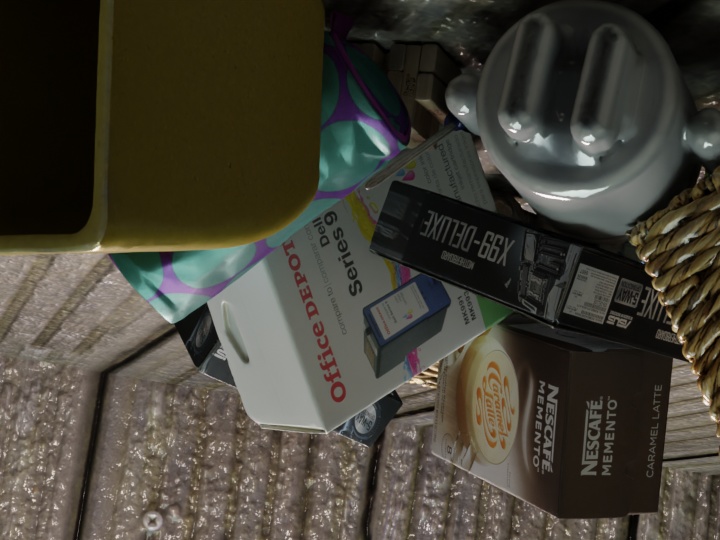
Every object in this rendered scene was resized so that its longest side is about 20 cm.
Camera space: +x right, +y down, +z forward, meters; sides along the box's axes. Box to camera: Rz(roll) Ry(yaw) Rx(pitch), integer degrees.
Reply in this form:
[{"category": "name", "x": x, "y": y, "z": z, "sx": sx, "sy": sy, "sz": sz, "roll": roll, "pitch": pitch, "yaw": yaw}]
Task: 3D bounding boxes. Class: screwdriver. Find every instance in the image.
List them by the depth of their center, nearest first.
[{"category": "screwdriver", "x": 0.048, "y": -0.083, "z": 1.129, "sx": 0.028, "sy": 0.029, "sz": 0.200, "roll": 16, "pitch": -158, "yaw": 22}]

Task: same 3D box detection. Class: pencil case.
[{"category": "pencil case", "x": -0.065, "y": -0.058, "z": 1.144, "sx": 0.199, "sy": 0.093, "sz": 0.085, "roll": -35, "pitch": 155, "yaw": 17}]

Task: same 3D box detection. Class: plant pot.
[{"category": "plant pot", "x": -0.125, "y": -0.098, "z": 1.009, "sx": 0.195, "sy": 0.196, "sz": 0.199, "roll": -1, "pitch": 175, "yaw": 39}]

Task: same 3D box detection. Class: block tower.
[{"category": "block tower", "x": -0.041, "y": -0.112, "z": 1.214, "sx": 0.199, "sy": 0.054, "sz": 0.058, "roll": 3, "pitch": 168, "yaw": 21}]

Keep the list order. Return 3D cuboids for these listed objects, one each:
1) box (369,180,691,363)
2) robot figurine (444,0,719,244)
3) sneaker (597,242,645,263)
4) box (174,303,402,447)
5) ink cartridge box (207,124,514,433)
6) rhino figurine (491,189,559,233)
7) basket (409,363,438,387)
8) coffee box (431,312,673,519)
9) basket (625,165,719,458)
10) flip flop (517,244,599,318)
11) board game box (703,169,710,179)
[{"category": "box", "x": 0.128, "y": 0.005, "z": 1.190, "sx": 0.157, "sy": 0.050, "sz": 0.199, "roll": 22, "pitch": -175, "yaw": 43}, {"category": "robot figurine", "x": 0.132, "y": -0.080, "z": 1.083, "sx": 0.169, "sy": 0.114, "sz": 0.200, "roll": 15, "pitch": 172, "yaw": 19}, {"category": "sneaker", "x": 0.213, "y": -0.024, "z": 1.342, "sx": 0.199, "sy": 0.075, "sz": 0.087, "roll": 35, "pitch": 180, "yaw": -3}, {"category": "box", "x": -0.071, "y": 0.031, "z": 1.401, "sx": 0.160, "sy": 0.044, "sz": 0.200, "roll": 26, "pitch": -163, "yaw": -34}, {"category": "ink cartridge box", "x": 0.000, "y": 0.000, "z": 1.287, "sx": 0.199, "sy": 0.146, "sz": 0.087, "roll": -29, "pitch": -163, "yaw": -33}, {"category": "rhino figurine", "x": 0.099, "y": -0.035, "z": 1.503, "sx": 0.199, "sy": 0.060, "sz": 0.087, "roll": 9, "pitch": -171, "yaw": -10}, {"category": "basket", "x": 0.066, "y": 0.005, "z": 1.707, "sx": 0.199, "sy": 0.150, "sz": 0.143, "roll": 11, "pitch": 136, "yaw": -17}, {"category": "coffee box", "x": 0.128, "y": 0.092, "z": 1.337, "sx": 0.079, "sy": 0.115, "sz": 0.200, "roll": 1, "pitch": -174, "yaw": -23}, {"category": "basket", "x": 0.275, "y": 0.013, "z": 1.087, "sx": 0.142, "sy": 0.150, "sz": 0.199, "roll": -35, "pitch": 156, "yaw": 33}, {"category": "flip flop", "x": 0.172, "y": -0.003, "z": 1.409, "sx": 0.081, "sy": 0.058, "sz": 0.200, "roll": -25, "pitch": -177, "yaw": 28}, {"category": "board game box", "x": 0.293, "y": -0.076, "z": 1.223, "sx": 0.134, "sy": 0.029, "sz": 0.200, "roll": 8, "pitch": 170, "yaw": 6}]
